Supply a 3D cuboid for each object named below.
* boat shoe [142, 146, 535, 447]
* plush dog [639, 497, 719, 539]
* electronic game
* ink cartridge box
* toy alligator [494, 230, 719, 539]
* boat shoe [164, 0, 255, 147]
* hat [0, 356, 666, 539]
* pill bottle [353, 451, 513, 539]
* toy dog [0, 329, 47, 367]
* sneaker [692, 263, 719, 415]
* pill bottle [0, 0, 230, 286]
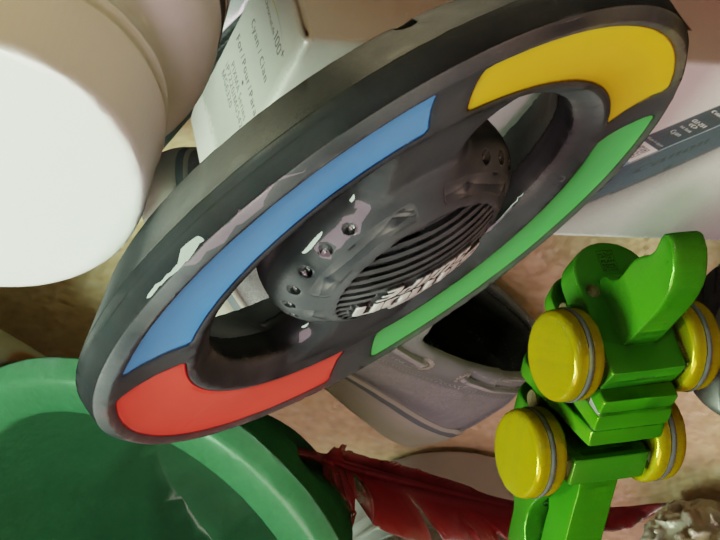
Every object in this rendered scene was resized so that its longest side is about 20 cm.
[{"bbox_3d":[0.000,0.001,1.024,0.071,0.070,0.201,-25,147,22],"label":"boat shoe"},{"bbox_3d":[0.200,0.139,1.078,0.160,0.201,0.172,-27,162,-1],"label":"plush dog"},{"bbox_3d":[0.008,-0.014,0.834,0.042,0.200,0.200,55,138,16],"label":"electronic game"},{"bbox_3d":[0.069,-0.078,0.897,0.199,0.045,0.176,1,145,-23],"label":"ink cartridge box"},{"bbox_3d":[0.070,0.057,1.002,0.059,0.054,0.201,-5,130,-28],"label":"toy alligator"},{"bbox_3d":[-0.070,-0.084,0.953,0.200,0.073,0.067,-41,81,30],"label":"boat shoe"},{"bbox_3d":[-0.029,0.065,1.068,0.165,0.176,0.201,-7,120,37],"label":"hat"},{"bbox_3d":[0.029,0.176,1.129,0.114,0.201,0.115,6,139,5],"label":"pill bottle"},{"bbox_3d":[-0.163,0.059,1.086,0.193,0.140,0.200,-5,133,26],"label":"toy dog"},{"bbox_3d":[0.210,0.011,1.007,0.199,0.076,0.091,-11,162,11],"label":"sneaker"},{"bbox_3d":[-0.088,-0.100,0.838,0.113,0.201,0.113,7,138,6],"label":"pill bottle"}]
